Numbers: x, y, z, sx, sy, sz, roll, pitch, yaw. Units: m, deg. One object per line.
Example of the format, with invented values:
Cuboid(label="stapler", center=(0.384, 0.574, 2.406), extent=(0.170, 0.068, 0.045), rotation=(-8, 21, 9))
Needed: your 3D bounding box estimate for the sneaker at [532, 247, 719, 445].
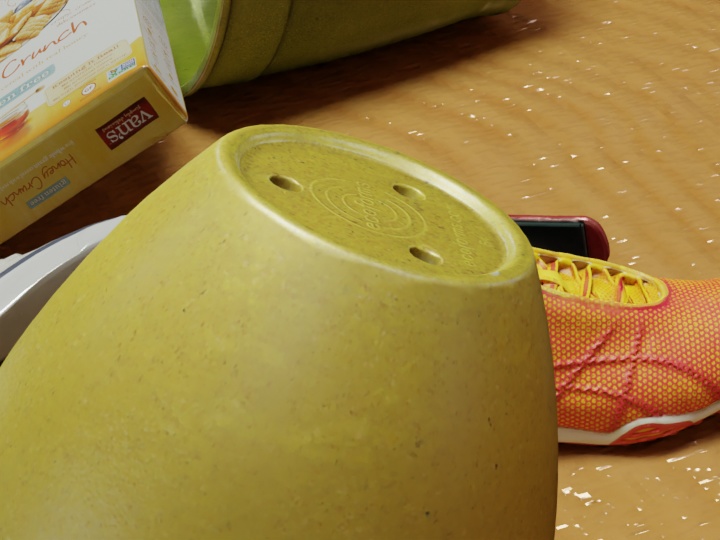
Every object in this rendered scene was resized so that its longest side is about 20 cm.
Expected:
Cuboid(label="sneaker", center=(0.073, 0.023, 0.802), extent=(0.199, 0.077, 0.073), rotation=(-8, 28, -7))

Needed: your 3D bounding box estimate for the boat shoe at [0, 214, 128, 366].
Cuboid(label="boat shoe", center=(-0.152, 0.028, 0.846), extent=(0.200, 0.072, 0.066), rotation=(-35, 45, -28))

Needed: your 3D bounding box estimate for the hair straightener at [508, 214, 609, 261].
Cuboid(label="hair straightener", center=(0.000, 0.000, 0.888), extent=(0.199, 0.041, 0.077), rotation=(8, 33, 22))

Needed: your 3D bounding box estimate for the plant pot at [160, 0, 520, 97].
Cuboid(label="plant pot", center=(-0.011, -0.195, 1.102), extent=(0.192, 0.201, 0.200), rotation=(-5, 28, -21))

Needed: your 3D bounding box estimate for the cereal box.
Cuboid(label="cereal box", center=(-0.160, -0.089, 1.016), extent=(0.144, 0.040, 0.200), rotation=(-33, 31, 7))

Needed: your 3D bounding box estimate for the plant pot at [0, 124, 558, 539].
Cuboid(label="plant pot", center=(-0.018, 0.040, 0.654), extent=(0.199, 0.142, 0.200), rotation=(18, 21, -7))
